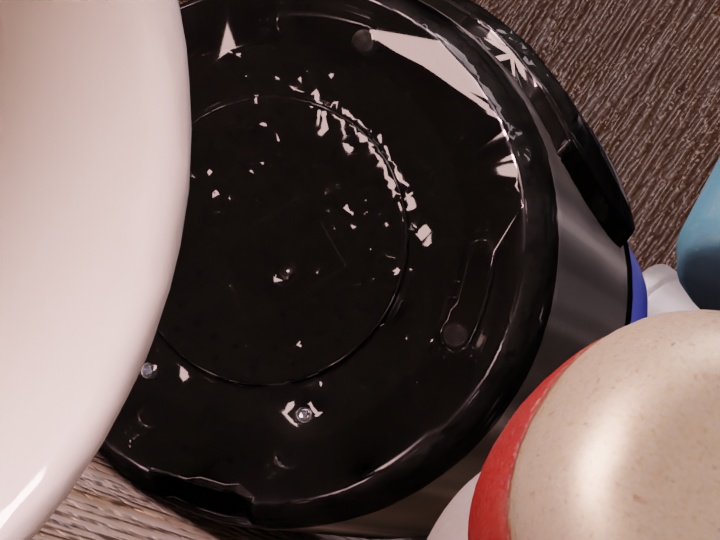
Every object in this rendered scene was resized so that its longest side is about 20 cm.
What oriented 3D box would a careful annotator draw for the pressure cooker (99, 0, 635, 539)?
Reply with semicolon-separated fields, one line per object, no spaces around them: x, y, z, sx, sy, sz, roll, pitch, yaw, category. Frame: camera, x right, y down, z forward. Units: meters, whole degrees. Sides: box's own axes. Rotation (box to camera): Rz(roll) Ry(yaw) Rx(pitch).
-0.003;0.001;0.841;0.179;0.176;0.200;3;-7;17;pressure cooker

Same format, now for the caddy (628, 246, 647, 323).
0.050;0.022;1.146;0.200;0.141;0.105;57;27;-29;caddy

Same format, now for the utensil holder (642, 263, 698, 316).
0.286;0.118;2.124;0.200;0.170;0.170;36;4;22;utensil holder

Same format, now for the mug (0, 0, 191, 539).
-0.138;-0.037;0.365;0.187;0.149;0.153;39;-10;-40;mug

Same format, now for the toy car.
0.085;0.095;0.640;0.177;0.184;0.200;33;-22;-11;toy car
